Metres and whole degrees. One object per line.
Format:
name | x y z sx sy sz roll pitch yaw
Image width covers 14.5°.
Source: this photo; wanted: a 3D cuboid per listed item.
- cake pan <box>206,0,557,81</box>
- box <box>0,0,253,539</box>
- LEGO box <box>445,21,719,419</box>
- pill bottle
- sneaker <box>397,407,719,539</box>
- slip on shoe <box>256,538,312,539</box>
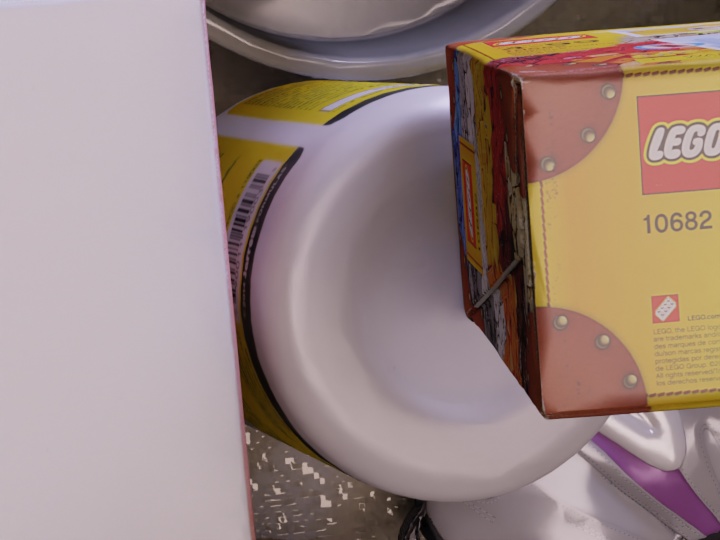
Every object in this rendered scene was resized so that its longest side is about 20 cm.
cake pan | -0.006 -0.160 0.896 0.199 0.037 0.201 -1 93 -18
box | -0.111 -0.001 0.801 0.106 0.200 0.153 -7 97 -17
LEGO box | 0.128 -0.021 0.676 0.199 0.149 0.078 -4 97 -4
pill bottle | 0.000 0.000 0.844 0.112 0.200 0.113 -1 95 -17
sneaker | 0.107 0.083 0.955 0.199 0.078 0.141 12 92 -8
slip on shoe | -0.026 0.111 0.860 0.200 0.060 0.076 10 105 -61
